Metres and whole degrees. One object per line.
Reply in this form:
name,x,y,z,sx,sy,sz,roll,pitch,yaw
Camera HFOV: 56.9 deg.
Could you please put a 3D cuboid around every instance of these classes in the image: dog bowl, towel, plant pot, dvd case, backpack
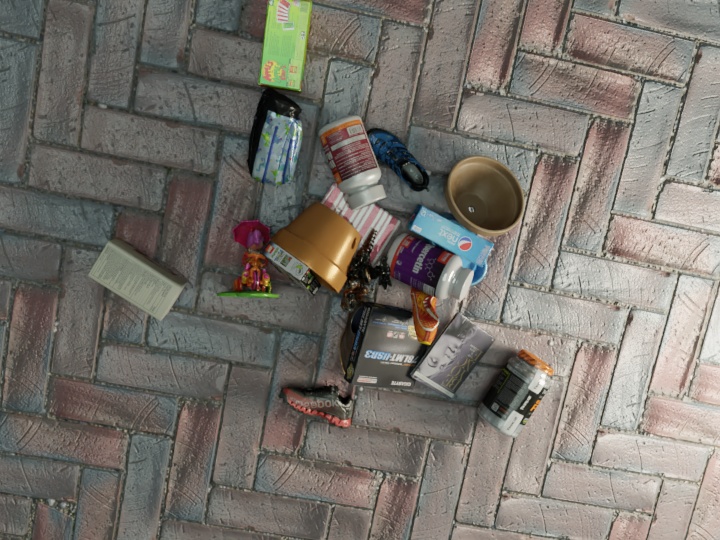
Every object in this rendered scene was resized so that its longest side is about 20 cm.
dog bowl,0.240,-0.047,1.650,0.111,0.050,0.201,-35,99,3
towel,-0.015,-0.113,1.637,0.199,0.030,0.147,33,96,-11
plant pot,0.284,-0.166,1.594,0.198,0.093,0.203,6,69,-15
dvd case,0.236,0.219,1.686,0.148,0.016,0.201,34,96,-29
plant pot,-0.092,-0.062,1.535,0.199,0.200,0.141,37,84,-9
backpack,-0.198,-0.296,1.532,0.153,0.163,0.201,24,104,-22

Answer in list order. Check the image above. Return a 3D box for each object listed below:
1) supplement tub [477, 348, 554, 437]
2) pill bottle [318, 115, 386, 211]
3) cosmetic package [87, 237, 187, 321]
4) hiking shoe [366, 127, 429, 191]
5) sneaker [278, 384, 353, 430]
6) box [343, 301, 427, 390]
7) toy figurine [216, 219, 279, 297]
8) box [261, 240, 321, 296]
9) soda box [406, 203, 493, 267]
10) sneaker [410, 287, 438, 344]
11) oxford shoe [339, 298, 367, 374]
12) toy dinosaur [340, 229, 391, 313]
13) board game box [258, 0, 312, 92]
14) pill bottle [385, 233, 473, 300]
supplement tub,0.396,0.308,1.682,0.122,0.123,0.201,30,97,-8
pill bottle,-0.016,-0.250,1.557,0.108,0.110,0.202,-21,91,0
cosmetic package,-0.531,0.020,1.593,0.199,0.087,0.104,35,95,-7
hiking shoe,0.094,-0.269,1.585,0.199,0.087,0.075,39,95,-9
sneaker,-0.105,0.325,1.680,0.198,0.071,0.099,23,98,-9
box,0.073,0.190,1.640,0.198,0.050,0.201,12,97,-33
toy figurine,-0.258,-0.030,1.566,0.148,0.200,0.187,2,87,-18
box,-0.155,-0.001,1.520,0.110,0.200,0.035,35,83,10
soda box,0.213,-0.084,1.583,0.198,0.068,0.065,28,97,-8
sneaker,0.149,0.096,1.605,0.072,0.201,0.078,12,127,-2
oxford shoe,-0.015,0.173,1.658,0.070,0.073,0.203,5,99,-4
toy dinosaur,0.000,0.000,1.587,0.101,0.135,0.203,0,87,-25
board game box,-0.175,-0.526,1.546,0.100,0.048,0.203,8,98,-4
pill bottle,0.165,-0.004,1.588,0.198,0.112,0.114,24,98,19
